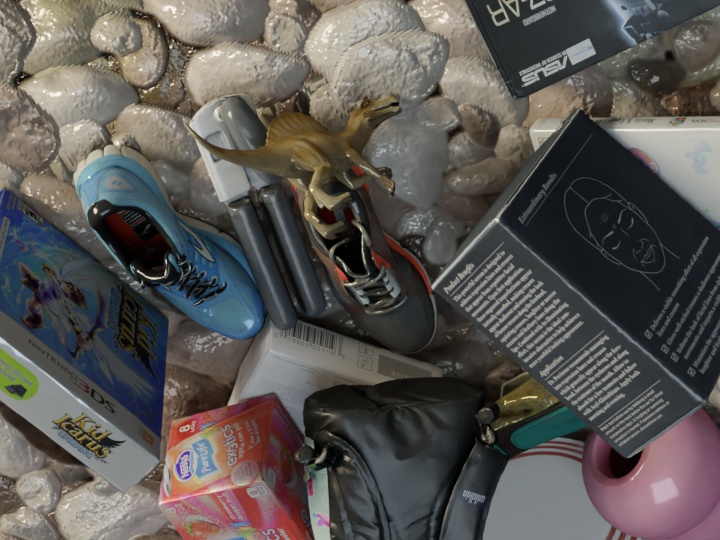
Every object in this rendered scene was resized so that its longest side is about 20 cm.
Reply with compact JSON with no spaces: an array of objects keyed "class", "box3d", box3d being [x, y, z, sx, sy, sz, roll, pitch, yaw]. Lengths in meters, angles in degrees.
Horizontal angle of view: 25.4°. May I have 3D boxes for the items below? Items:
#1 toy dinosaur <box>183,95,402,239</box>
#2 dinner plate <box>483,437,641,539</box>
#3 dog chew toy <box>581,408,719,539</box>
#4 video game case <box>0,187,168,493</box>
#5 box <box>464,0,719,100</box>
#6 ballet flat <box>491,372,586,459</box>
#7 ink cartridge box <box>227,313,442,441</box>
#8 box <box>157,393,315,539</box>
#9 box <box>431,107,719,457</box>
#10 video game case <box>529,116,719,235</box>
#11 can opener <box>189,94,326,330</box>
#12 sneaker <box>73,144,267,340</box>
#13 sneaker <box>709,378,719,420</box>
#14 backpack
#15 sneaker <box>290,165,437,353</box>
[{"class":"toy dinosaur","box3d":[-0.040,-0.077,1.183,0.199,0.102,0.058,-16,153,-40]},{"class":"dinner plate","box3d":[0.159,0.227,1.451,0.198,0.024,0.202,-1,121,-1]},{"class":"dog chew toy","box3d":[0.282,0.182,1.376,0.199,0.125,0.125,27,117,-38]},{"class":"video game case","box3d":[-0.227,0.048,1.221,0.045,0.201,0.181,-39,116,17]},{"class":"box","box3d":[0.167,-0.237,1.164,0.198,0.044,0.161,-24,119,10]},{"class":"ballet flat","box3d":[0.118,0.131,1.368,0.199,0.071,0.071,-28,118,16]},{"class":"ink cartridge box","box3d":[-0.039,0.135,1.384,0.159,0.050,0.201,18,135,-13]},{"class":"box","box3d":[-0.081,0.212,1.363,0.102,0.095,0.201,-15,131,17]},{"class":"box","box3d":[0.181,0.009,1.194,0.200,0.149,0.107,41,141,-1]},{"class":"video game case","box3d":[0.237,-0.030,1.249,0.181,0.024,0.201,4,127,35]},{"class":"can opener","box3d":[-0.074,-0.042,1.245,0.053,0.067,0.202,-25,114,-11]},{"class":"sneaker","box3d":[-0.152,-0.003,1.258,0.078,0.090,0.200,-38,119,18]},{"class":"sneaker","box3d":[0.360,0.037,1.325,0.114,0.081,0.201,-1,128,-7]},{"class":"backpack","box3d":[0.032,0.191,1.285,0.165,0.127,0.202,-4,103,-3]},{"class":"sneaker","box3d":[0.000,0.000,1.273,0.077,0.082,0.201,-26,118,12]}]
